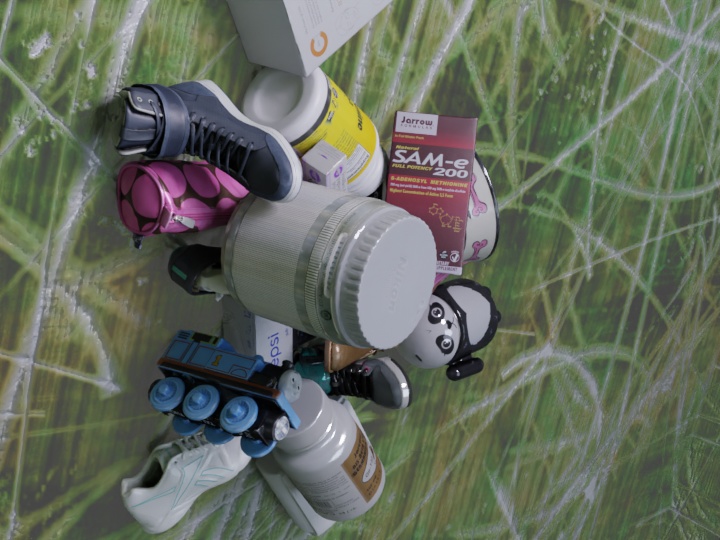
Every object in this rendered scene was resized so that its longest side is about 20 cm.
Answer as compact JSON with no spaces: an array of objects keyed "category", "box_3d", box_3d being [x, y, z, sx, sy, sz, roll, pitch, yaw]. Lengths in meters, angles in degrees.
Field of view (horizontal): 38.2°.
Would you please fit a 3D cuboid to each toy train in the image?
[{"category":"toy train","box_3d":[-0.157,0.142,1.220,0.114,0.200,0.087,-62,145,-28]}]

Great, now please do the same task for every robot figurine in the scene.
[{"category":"robot figurine","box_3d":[0.137,0.080,1.625,0.200,0.150,0.125,-16,133,-48]}]

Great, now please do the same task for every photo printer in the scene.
[{"category":"photo printer","box_3d":[-0.057,0.288,1.529,0.166,0.069,0.200,-49,140,-25]}]

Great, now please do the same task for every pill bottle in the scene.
[{"category":"pill bottle","box_3d":[-0.047,-0.165,1.270,0.200,0.112,0.112,37,78,-54]},{"category":"pill bottle","box_3d":[-0.051,0.233,1.358,0.114,0.114,0.200,-51,138,-22]}]

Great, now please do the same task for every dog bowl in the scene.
[{"category":"dog bowl","box_3d":[0.107,-0.096,1.450,0.074,0.200,0.200,-21,126,-22]}]

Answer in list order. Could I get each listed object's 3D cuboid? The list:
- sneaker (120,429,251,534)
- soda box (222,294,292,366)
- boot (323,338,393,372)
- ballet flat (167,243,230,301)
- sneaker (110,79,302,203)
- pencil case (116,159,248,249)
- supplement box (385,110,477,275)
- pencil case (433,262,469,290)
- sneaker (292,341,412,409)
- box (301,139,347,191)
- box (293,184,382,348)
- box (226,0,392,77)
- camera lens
[{"category":"sneaker","box_3d":[-0.208,0.237,1.288,0.200,0.070,0.080,-41,129,-13]},{"category":"soda box","box_3d":[-0.132,0.115,1.346,0.068,0.063,0.200,-26,127,-43]},{"category":"boot","box_3d":[0.005,0.085,1.363,0.200,0.075,0.074,-37,135,-67]},{"category":"ballet flat","box_3d":[-0.132,0.005,1.244,0.200,0.073,0.073,1,108,-36]},{"category":"sneaker","box_3d":[-0.167,-0.128,1.066,0.146,0.202,0.077,-12,133,-48]},{"category":"pencil case","box_3d":[-0.174,-0.079,1.166,0.200,0.094,0.091,-11,117,-50]},{"category":"supplement box","box_3d":[0.087,-0.099,1.332,0.061,0.109,0.200,-37,132,-85]},{"category":"pencil case","box_3d":[0.098,-0.006,1.548,0.200,0.083,0.087,-37,173,-43]},{"category":"sneaker","box_3d":[-0.030,0.147,1.399,0.121,0.200,0.084,-13,108,-32]},{"category":"box","box_3d":[-0.041,-0.075,1.255,0.039,0.041,0.200,-46,159,-25]},{"category":"box","box_3d":[-0.050,-0.014,1.403,0.198,0.050,0.200,-23,126,-43]},{"category":"box","box_3d":[-0.050,-0.335,1.192,0.200,0.097,0.124,-47,140,-28]},{"category":"camera lens","box_3d":[-0.039,-0.010,1.130,0.160,0.200,0.160,-27,125,-47]}]
